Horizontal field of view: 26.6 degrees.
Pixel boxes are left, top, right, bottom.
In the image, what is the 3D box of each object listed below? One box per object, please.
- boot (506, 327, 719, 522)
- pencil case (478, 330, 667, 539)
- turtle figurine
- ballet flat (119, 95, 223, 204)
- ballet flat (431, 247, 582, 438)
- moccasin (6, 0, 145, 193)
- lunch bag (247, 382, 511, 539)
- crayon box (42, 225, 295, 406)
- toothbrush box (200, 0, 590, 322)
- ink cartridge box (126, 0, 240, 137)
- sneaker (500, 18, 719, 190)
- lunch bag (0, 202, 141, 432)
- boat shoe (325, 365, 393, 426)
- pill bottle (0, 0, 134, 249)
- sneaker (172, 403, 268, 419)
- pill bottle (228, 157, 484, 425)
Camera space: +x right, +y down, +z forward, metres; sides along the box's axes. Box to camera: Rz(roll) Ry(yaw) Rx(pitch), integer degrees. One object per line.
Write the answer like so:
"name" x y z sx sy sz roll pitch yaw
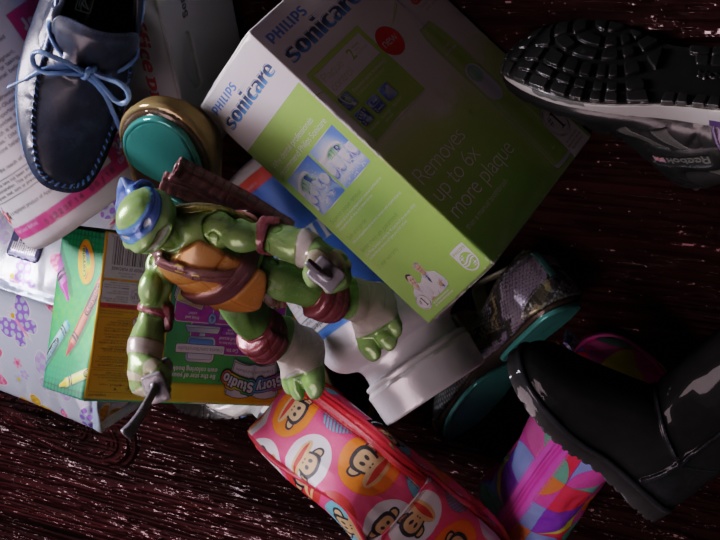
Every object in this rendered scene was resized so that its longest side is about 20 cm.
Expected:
"boot" 0.213 0.052 0.935 0.199 0.066 0.164 -37 119 27
"pencil case" 0.151 0.127 1.106 0.088 0.088 0.201 33 141 10
"turtle figurine" -0.063 0.038 0.908 0.193 0.145 0.200 27 -173 -46
"ballet flat" -0.119 -0.073 0.999 0.068 0.063 0.200 24 155 4
"ballet flat" 0.095 0.047 1.104 0.072 0.072 0.201 38 140 4
"moccasin" -0.176 -0.149 0.959 0.068 0.080 0.203 -165 81 -66
"lunch bag" 0.009 0.163 1.128 0.176 0.082 0.200 29 168 49
"crayon box" -0.132 0.037 1.136 0.058 0.199 0.120 9 91 46
"toothbrush box" 0.024 -0.093 0.959 0.200 0.146 0.086 43 140 0
"ink cartridge box" -0.187 -0.173 1.106 0.198 0.084 0.147 14 132 29
"sneaker" 0.175 -0.086 0.904 0.198 0.076 0.088 16 140 28
"lunch bag" -0.257 0.011 1.296 0.168 0.127 0.202 18 115 25
"boat shoe" -0.003 0.042 1.165 0.071 0.068 0.202 6 128 36
"pill bottle" -0.238 -0.126 1.035 0.113 0.113 0.201 -19 111 47
"sneaker" -0.092 0.084 1.288 0.199 0.075 0.078 -6 94 45
"pill bottle" 0.000 0.000 1.055 0.201 0.112 0.112 57 141 5
